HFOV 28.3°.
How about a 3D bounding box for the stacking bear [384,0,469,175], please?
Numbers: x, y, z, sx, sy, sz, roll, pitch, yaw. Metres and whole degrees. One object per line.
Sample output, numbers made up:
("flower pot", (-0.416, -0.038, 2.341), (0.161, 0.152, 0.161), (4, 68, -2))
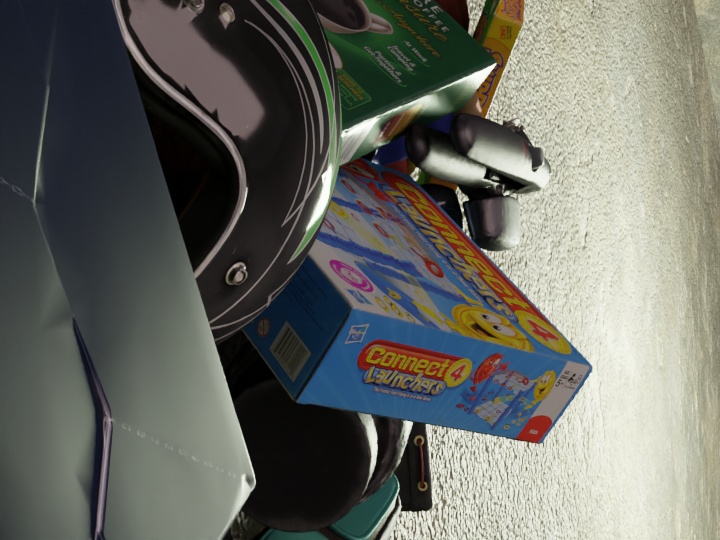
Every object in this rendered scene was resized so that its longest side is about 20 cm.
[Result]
("stacking bear", (-0.001, -0.102, 0.985), (0.114, 0.120, 0.202), (53, 47, -45))

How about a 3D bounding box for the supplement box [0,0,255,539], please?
("supplement box", (-0.164, 0.019, 0.402), (0.135, 0.197, 0.203), (-56, 136, -58))

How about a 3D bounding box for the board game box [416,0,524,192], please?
("board game box", (0.075, -0.118, 0.998), (0.096, 0.030, 0.202), (-77, -176, -60))

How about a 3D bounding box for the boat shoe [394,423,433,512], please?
("boat shoe", (0.033, 0.079, 1.062), (0.074, 0.062, 0.205), (96, -2, -71))

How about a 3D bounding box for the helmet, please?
("helmet", (-0.098, -0.062, 0.611), (0.193, 0.197, 0.201), (66, 28, -27))

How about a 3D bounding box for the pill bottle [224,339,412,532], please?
("pill bottle", (-0.022, 0.074, 0.832), (0.200, 0.110, 0.114), (-57, 139, -74))

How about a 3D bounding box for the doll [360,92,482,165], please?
("doll", (-0.019, -0.099, 0.885), (0.198, 0.048, 0.138), (-23, 109, -29))

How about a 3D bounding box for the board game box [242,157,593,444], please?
("board game box", (0.000, 0.000, 0.778), (0.194, 0.056, 0.200), (15, 26, -45))

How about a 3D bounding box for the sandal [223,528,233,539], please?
("sandal", (-0.102, 0.126, 0.773), (0.076, 0.042, 0.203), (45, 35, -69))

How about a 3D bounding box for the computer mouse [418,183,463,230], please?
("computer mouse", (0.015, 0.014, 0.969), (0.058, 0.201, 0.034), (-5, 48, -34))

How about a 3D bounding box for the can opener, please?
("can opener", (0.078, -0.065, 0.865), (0.200, 0.063, 0.080), (27, 46, -71))

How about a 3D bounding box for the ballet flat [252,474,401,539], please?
("ballet flat", (-0.027, 0.173, 0.830), (0.200, 0.072, 0.074), (-36, 119, -68))

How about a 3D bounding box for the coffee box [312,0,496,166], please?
("coffee box", (-0.020, -0.120, 0.786), (0.123, 0.044, 0.199), (43, 37, 11))
